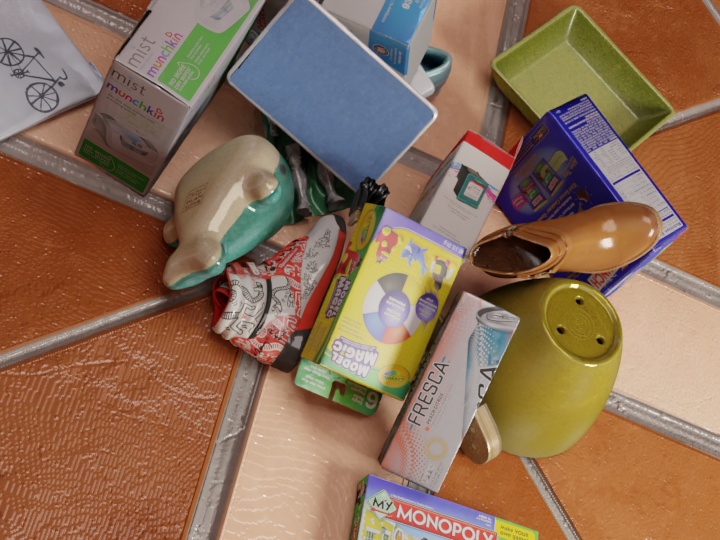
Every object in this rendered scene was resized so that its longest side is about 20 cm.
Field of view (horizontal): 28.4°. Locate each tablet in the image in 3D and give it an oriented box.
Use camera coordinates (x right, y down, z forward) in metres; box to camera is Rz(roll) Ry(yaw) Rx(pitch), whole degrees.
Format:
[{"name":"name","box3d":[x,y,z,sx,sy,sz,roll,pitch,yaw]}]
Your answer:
[{"name":"tablet","box3d":[-0.030,-0.188,1.523,0.200,0.130,0.014,40,18,-9]}]

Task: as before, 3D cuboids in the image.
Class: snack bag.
[{"name":"snack bag","box3d":[-0.395,-0.227,1.516,0.200,0.021,0.189,-33,81,-36]}]

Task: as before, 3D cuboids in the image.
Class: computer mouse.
[{"name":"computer mouse","box3d":[0.000,0.000,1.504,0.046,0.141,0.200,15,53,12]}]

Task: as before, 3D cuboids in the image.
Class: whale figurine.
[{"name":"whale figurine","box3d":[-0.135,-0.048,1.471,0.104,0.159,0.200,48,37,-27]}]

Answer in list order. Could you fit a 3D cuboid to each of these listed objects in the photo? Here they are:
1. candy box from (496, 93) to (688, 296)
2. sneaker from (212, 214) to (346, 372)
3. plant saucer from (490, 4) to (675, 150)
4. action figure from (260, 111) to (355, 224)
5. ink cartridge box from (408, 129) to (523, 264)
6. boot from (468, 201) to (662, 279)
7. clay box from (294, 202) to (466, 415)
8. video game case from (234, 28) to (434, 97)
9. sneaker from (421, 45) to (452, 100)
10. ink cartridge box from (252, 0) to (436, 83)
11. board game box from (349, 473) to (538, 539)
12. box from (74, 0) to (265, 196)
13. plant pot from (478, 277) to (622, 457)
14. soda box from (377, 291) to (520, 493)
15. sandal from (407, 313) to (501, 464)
[{"name":"candy box","box3d":[0.260,-0.075,1.661,0.077,0.169,0.200,-27,77,-34]},{"name":"sneaker","box3d":[-0.089,0.001,1.507,0.108,0.067,0.202,27,56,-13]},{"name":"plant saucer","box3d":[0.278,-0.222,1.831,0.200,0.048,0.200,49,53,5]},{"name":"action figure","box3d":[-0.068,-0.159,1.590,0.118,0.055,0.200,-13,74,-9]},{"name":"ink cartridge box","box3d":[0.106,-0.075,1.617,0.067,0.116,0.200,32,52,-5]},{"name":"boot","box3d":[0.217,-0.026,1.515,0.155,0.200,0.074,-4,80,-72]},{"name":"clay box","box3d":[0.020,0.045,1.460,0.115,0.048,0.200,25,84,-31]},{"name":"video game case","box3d":[-0.042,-0.245,1.650,0.182,0.024,0.200,-31,77,-7]},{"name":"sneaker","box3d":[0.016,-0.256,1.698,0.200,0.082,0.074,2,61,-23]},{"name":"ink cartridge box","box3d":[-0.023,-0.290,1.575,0.200,0.145,0.084,24,77,6]},{"name":"board game box","box3d":[0.082,0.300,1.443,0.200,0.029,0.135,20,56,-15]},{"name":"box","box3d":[-0.200,-0.213,1.508,0.097,0.177,0.200,32,52,-6]},{"name":"plant pot","box3d":[0.206,0.085,1.558,0.200,0.142,0.200,12,57,-20]},{"name":"soda box","box3d":[0.089,0.124,1.463,0.068,0.064,0.200,25,88,-1]},{"name":"sandal","box3d":[0.070,0.118,1.515,0.070,0.078,0.212,-24,81,-33]}]
